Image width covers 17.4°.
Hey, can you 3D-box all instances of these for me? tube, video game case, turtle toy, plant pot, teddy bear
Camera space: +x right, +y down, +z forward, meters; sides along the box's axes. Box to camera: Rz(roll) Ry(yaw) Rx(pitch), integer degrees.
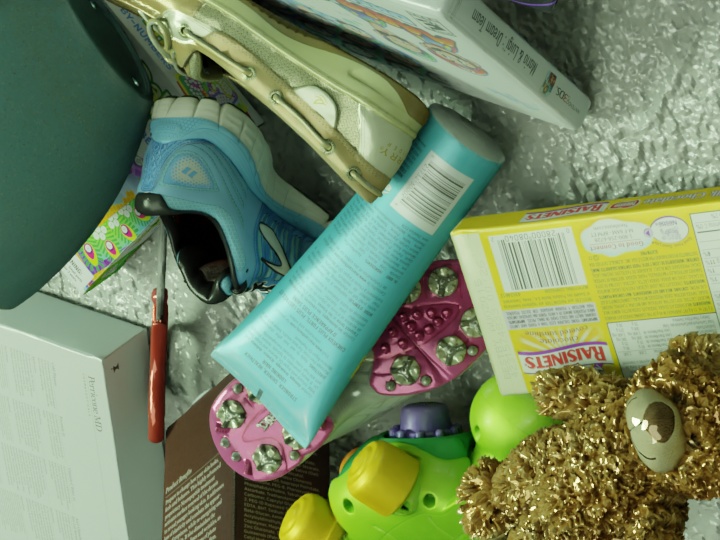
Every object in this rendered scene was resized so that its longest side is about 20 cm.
[{"bbox_3d":[0.000,0.000,1.295,0.077,0.050,0.200,45,109,19],"label":"tube"},{"bbox_3d":[0.000,-0.135,1.201,0.200,0.182,0.024,21,86,30],"label":"video game case"},{"bbox_3d":[0.057,0.129,1.358,0.146,0.101,0.200,34,136,-14],"label":"turtle toy"},{"bbox_3d":[-0.198,-0.098,1.328,0.135,0.200,0.200,-34,94,9],"label":"plant pot"},{"bbox_3d":[0.119,0.108,1.207,0.067,0.145,0.200,29,150,-32],"label":"teddy bear"}]

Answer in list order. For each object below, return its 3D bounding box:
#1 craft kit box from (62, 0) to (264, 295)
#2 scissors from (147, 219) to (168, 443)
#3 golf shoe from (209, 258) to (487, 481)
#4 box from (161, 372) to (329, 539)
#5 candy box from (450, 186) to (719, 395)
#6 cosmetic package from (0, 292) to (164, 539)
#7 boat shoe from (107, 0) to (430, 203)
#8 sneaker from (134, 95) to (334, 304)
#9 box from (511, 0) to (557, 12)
[{"bbox_3d":[-0.178,-0.111,1.446,0.200,0.049,0.198,50,134,2],"label":"craft kit box"},{"bbox_3d":[-0.127,0.020,1.478,0.014,0.073,0.200,2,123,-3],"label":"scissors"},{"bbox_3d":[0.006,0.049,1.363,0.200,0.092,0.075,-29,86,18],"label":"golf shoe"},{"bbox_3d":[-0.071,0.172,1.433,0.075,0.200,0.100,15,146,-27],"label":"box"},{"bbox_3d":[0.152,0.010,1.227,0.200,0.026,0.102,-6,116,30],"label":"candy box"},{"bbox_3d":[-0.206,0.114,1.611,0.151,0.052,0.200,19,128,33],"label":"cosmetic package"},{"bbox_3d":[-0.061,-0.108,1.262,0.201,0.073,0.063,29,90,11],"label":"boat shoe"},{"bbox_3d":[-0.072,-0.011,1.352,0.078,0.090,0.200,1,146,38],"label":"sneaker"},{"bbox_3d":[0.027,-0.226,1.108,0.200,0.106,0.122,22,131,4],"label":"box"}]
